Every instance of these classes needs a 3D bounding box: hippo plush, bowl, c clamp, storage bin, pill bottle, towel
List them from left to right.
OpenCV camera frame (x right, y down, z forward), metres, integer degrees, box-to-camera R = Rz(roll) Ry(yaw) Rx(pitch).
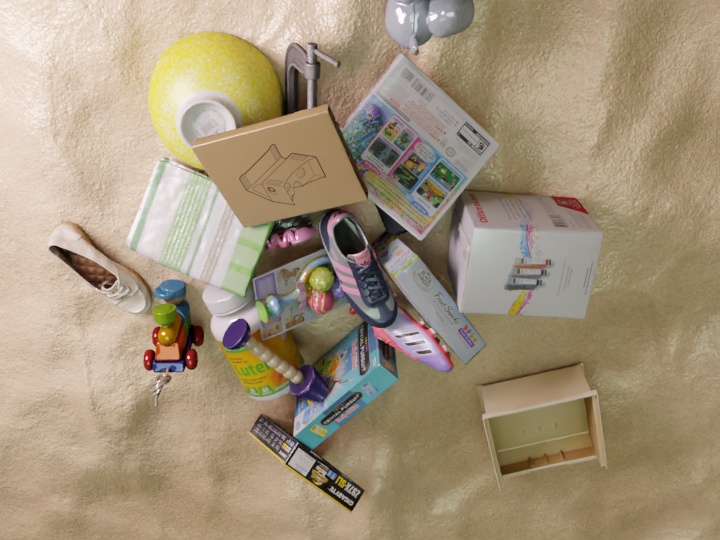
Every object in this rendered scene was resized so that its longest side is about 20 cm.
[{"bbox_3d":[-0.237,-0.064,1.236,0.198,0.031,0.151,23,96,1],"label":"towel"},{"bbox_3d":[-0.208,-0.219,1.154,0.197,0.108,0.203,-1,121,-1],"label":"bowl"},{"bbox_3d":[-0.177,0.104,1.343,0.110,0.112,0.202,-20,119,10],"label":"pill bottle"},{"bbox_3d":[-0.076,-0.222,1.127,0.027,0.171,0.202,-12,130,-22],"label":"c clamp"},{"bbox_3d":[0.071,-0.359,1.050,0.197,0.160,0.163,-13,120,5],"label":"hippo plush"},{"bbox_3d":[0.325,0.287,1.479,0.197,0.094,0.201,-14,120,6],"label":"storage bin"}]

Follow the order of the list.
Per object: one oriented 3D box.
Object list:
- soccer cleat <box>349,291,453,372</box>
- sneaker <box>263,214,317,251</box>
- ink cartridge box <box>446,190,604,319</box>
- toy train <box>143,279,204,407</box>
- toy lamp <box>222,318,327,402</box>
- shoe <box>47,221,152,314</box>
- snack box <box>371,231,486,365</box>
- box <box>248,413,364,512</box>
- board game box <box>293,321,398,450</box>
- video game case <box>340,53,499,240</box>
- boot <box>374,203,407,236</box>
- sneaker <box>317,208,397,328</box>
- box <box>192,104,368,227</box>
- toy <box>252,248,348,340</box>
[{"bbox_3d":[0.066,0.101,1.305,0.076,0.200,0.067,-44,155,-3],"label":"soccer cleat"},{"bbox_3d":[-0.169,-0.073,1.273,0.197,0.079,0.097,-12,99,4],"label":"sneaker"},{"bbox_3d":[0.242,-0.026,1.254,0.197,0.146,0.147,4,116,-5],"label":"ink cartridge box"},{"bbox_3d":[-0.303,0.106,1.291,0.083,0.201,0.117,-1,117,-1],"label":"toy train"},{"bbox_3d":[-0.126,0.146,1.285,0.058,0.059,0.200,-35,128,18],"label":"toy lamp"},{"bbox_3d":[-0.416,0.008,1.311,0.070,0.054,0.200,-36,115,18],"label":"shoe"},{"bbox_3d":[0.104,0.040,1.294,0.053,0.142,0.200,-41,115,-2],"label":"snack box"},{"bbox_3d":[-0.098,0.333,1.437,0.159,0.199,0.050,39,78,-23],"label":"box"},{"bbox_3d":[-0.027,0.181,1.370,0.047,0.152,0.200,39,112,-22],"label":"board game box"},{"bbox_3d":[0.072,-0.172,1.175,0.199,0.024,0.183,37,98,-21],"label":"video game case"},{"bbox_3d":[0.015,-0.122,1.235,0.198,0.077,0.170,-24,115,5],"label":"boot"},{"bbox_3d":[0.000,0.000,1.242,0.070,0.082,0.202,-33,97,-14],"label":"sneaker"},{"bbox_3d":[-0.106,-0.137,1.126,0.197,0.021,0.164,-12,137,16],"label":"box"},{"bbox_3d":[-0.068,0.034,1.290,0.198,0.047,0.117,-21,125,-24],"label":"toy"}]
